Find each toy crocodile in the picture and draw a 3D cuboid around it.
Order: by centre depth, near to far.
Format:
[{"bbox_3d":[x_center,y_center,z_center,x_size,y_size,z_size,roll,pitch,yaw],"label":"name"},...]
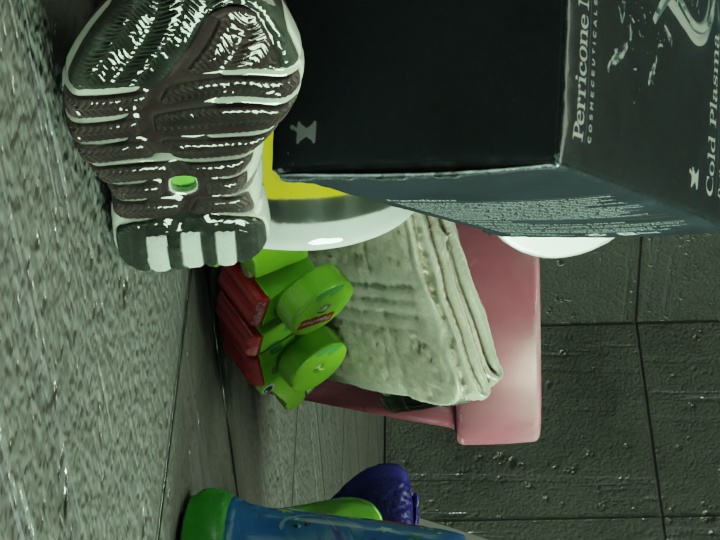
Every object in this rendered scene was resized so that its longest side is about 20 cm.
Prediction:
[{"bbox_3d":[-0.049,0.019,0.979,0.068,0.062,0.200,52,-18,20],"label":"toy crocodile"}]

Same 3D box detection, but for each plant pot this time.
[{"bbox_3d":[0.022,0.012,1.196,0.200,0.179,0.200,-1,90,-87],"label":"plant pot"}]

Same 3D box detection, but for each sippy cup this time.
[{"bbox_3d":[-0.013,0.170,0.871,0.140,0.130,0.178,83,6,-60],"label":"sippy cup"}]

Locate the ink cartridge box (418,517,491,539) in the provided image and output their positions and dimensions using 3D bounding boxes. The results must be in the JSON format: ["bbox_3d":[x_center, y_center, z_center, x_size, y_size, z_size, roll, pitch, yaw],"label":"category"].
[{"bbox_3d":[0.028,0.256,1.041,0.200,0.083,0.147,-66,-156,9],"label":"ink cartridge box"}]

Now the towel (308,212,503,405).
[{"bbox_3d":[0.000,0.000,0.998,0.200,0.034,0.133,8,-60,58],"label":"towel"}]

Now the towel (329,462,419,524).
[{"bbox_3d":[-0.014,0.218,0.993,0.148,0.050,0.200,-43,-146,41],"label":"towel"}]

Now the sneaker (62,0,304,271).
[{"bbox_3d":[-0.065,-0.086,0.648,0.200,0.076,0.116,108,-22,-65],"label":"sneaker"}]

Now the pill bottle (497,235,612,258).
[{"bbox_3d":[0.076,-0.096,0.963,0.200,0.114,0.114,-113,-164,-55],"label":"pill bottle"}]

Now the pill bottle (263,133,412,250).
[{"bbox_3d":[-0.030,-0.120,0.830,0.114,0.114,0.200,-86,175,-64],"label":"pill bottle"}]

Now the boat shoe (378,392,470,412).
[{"bbox_3d":[0.010,-0.013,1.063,0.071,0.064,0.200,-42,118,-68],"label":"boat shoe"}]

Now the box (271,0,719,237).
[{"bbox_3d":[0.066,-0.122,0.751,0.197,0.124,0.200,10,81,-60],"label":"box"}]
